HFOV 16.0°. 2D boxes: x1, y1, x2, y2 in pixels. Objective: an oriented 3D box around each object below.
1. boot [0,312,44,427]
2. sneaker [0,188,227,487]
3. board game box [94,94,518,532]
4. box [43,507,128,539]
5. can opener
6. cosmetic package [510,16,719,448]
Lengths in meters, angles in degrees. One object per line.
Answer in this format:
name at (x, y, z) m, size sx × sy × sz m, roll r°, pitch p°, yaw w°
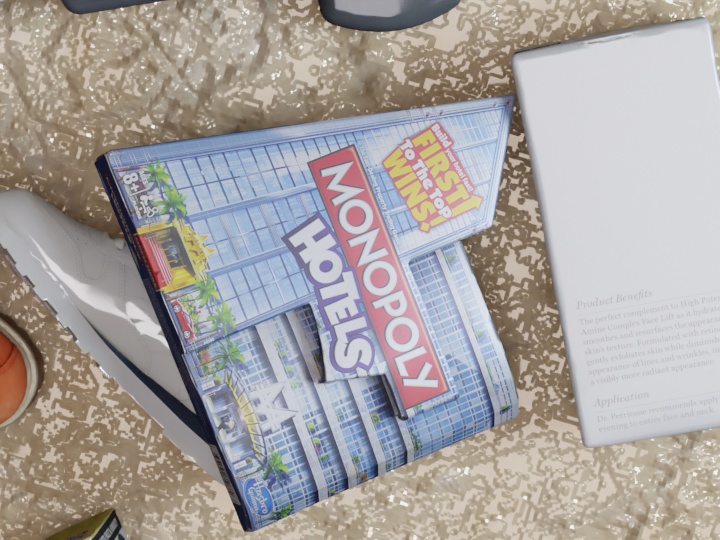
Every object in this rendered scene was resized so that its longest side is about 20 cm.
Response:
boot at (-0.258, 0.019, 1.289) m, size 0.200 × 0.107 × 0.075 m, roll 29°, pitch 100°, yaw 2°
sneaker at (-0.104, 0.022, 1.301) m, size 0.200 × 0.076 × 0.081 m, roll 44°, pitch 89°, yaw -9°
board game box at (0.000, 0.000, 1.259) m, size 0.200 × 0.062 × 0.200 m, roll -23°, pitch 93°, yaw -11°
box at (-0.110, 0.227, 1.321) m, size 0.050 × 0.075 × 0.200 m, roll -24°, pitch 94°, yaw 7°
can opener at (-0.050, -0.147, 1.277) m, size 0.200 × 0.053 × 0.067 m, roll -4°, pitch 96°, yaw 5°
cosmetic package at (0.140, -0.020, 1.272) m, size 0.102 × 0.074 × 0.200 m, roll -9°, pitch 95°, yaw 5°
